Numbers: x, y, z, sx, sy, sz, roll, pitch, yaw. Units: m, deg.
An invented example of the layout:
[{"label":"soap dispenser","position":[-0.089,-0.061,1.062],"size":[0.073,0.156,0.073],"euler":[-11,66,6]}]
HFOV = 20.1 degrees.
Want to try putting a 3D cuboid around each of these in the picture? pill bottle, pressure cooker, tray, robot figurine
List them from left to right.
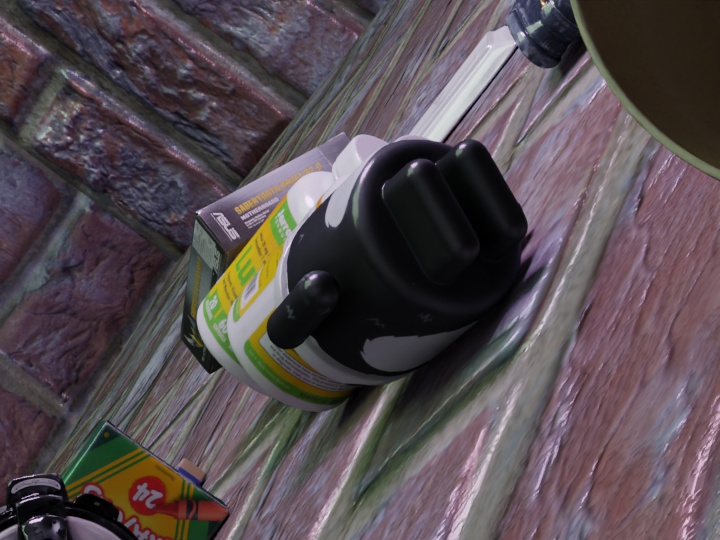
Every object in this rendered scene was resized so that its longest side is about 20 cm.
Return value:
[{"label":"pressure cooker","position":[-0.232,0.253,1.508],"size":[0.179,0.176,0.200],"euler":[-52,8,-14]},{"label":"pill bottle","position":[-0.031,-0.005,1.603],"size":[0.200,0.111,0.111],"euler":[-51,8,23]},{"label":"pill bottle","position":[0.000,0.000,1.454],"size":[0.200,0.111,0.111],"euler":[-48,9,33]},{"label":"robot figurine","position":[0.025,-0.003,1.287],"size":[0.200,0.149,0.126],"euler":[-42,35,53]},{"label":"tray","position":[0.084,-0.157,1.969],"size":[0.200,0.022,0.107],"euler":[-52,7,15]}]

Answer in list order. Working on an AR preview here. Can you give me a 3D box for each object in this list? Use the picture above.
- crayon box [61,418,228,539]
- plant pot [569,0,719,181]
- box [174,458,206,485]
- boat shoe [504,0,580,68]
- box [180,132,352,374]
[{"label":"crayon box","position":[-0.214,0.239,1.650],"size":[0.201,0.127,0.051],"euler":[-56,8,-5]},{"label":"plant pot","position":[0.181,-0.105,0.657],"size":[0.201,0.200,0.134],"euler":[-52,-28,9]},{"label":"box","position":[-0.218,0.275,1.869],"size":[0.121,0.032,0.201],"euler":[-45,13,47]},{"label":"boat shoe","position":[0.159,-0.232,1.647],"size":[0.091,0.071,0.201],"euler":[-46,12,20]},{"label":"box","position":[-0.074,-0.013,1.754],"size":[0.158,0.048,0.201],"euler":[-31,-23,-25]}]
